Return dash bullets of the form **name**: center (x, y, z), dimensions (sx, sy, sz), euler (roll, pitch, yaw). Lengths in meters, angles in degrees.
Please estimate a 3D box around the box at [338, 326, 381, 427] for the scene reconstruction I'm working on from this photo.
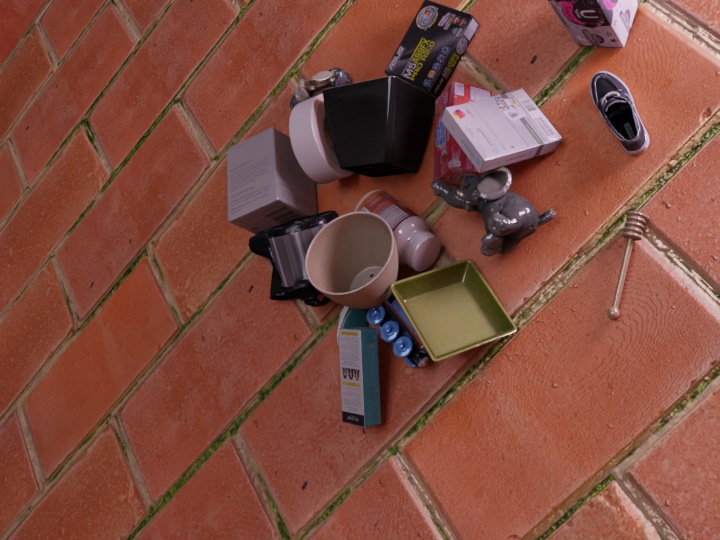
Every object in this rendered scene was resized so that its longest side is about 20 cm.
- **box**: center (-0.001, 0.224, 1.680), dimensions (0.082, 0.048, 0.204), euler (-1, 92, 53)

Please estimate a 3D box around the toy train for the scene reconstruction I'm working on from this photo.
- **toy train**: center (0.098, 0.115, 1.678), dimensions (0.114, 0.087, 0.200), euler (-44, 52, 4)

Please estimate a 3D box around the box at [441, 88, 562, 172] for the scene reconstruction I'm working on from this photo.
- **box**: center (0.289, -0.289, 1.613), dimensions (0.157, 0.197, 0.041), euler (59, 153, 28)

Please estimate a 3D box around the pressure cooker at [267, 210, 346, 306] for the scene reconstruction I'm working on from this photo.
- **pressure cooker**: center (-0.107, -0.020, 1.781), dimensions (0.178, 0.174, 0.204), euler (0, 108, 62)

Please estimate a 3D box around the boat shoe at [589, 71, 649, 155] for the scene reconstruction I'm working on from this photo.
- **boat shoe**: center (0.498, -0.319, 1.543), dimensions (0.071, 0.067, 0.203), euler (-28, 60, 25)

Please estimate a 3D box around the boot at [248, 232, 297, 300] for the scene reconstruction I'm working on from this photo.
- **boot**: center (-0.203, -0.009, 1.945), dimensions (0.195, 0.073, 0.166), euler (-7, 76, 35)

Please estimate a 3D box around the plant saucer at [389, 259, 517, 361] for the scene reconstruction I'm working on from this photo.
- **plant saucer**: center (0.182, 0.088, 1.592), dimensions (0.197, 0.048, 0.202), euler (-17, 55, -20)

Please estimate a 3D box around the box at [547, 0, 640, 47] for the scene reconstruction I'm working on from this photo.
- **box**: center (0.464, -0.547, 1.561), dimensions (0.113, 0.199, 0.134), euler (17, 84, 39)

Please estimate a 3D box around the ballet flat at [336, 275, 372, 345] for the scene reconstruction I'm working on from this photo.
- **ballet flat**: center (-0.010, 0.079, 1.784), dimensions (0.069, 0.069, 0.203), euler (16, 80, 38)

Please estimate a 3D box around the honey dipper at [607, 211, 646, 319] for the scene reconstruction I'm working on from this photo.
- **honey dipper**: center (0.490, -0.008, 1.464), dimensions (0.037, 0.038, 0.204), euler (11, 83, 37)

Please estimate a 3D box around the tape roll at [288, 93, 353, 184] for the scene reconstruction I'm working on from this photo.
- **tape roll**: center (-0.084, -0.313, 1.877), dimensions (0.070, 0.201, 0.206), euler (-14, 66, 31)

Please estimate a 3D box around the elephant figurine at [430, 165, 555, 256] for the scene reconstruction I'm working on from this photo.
- **elephant figurine**: center (0.264, -0.144, 1.607), dimensions (0.142, 0.153, 0.202), euler (-54, 50, 44)

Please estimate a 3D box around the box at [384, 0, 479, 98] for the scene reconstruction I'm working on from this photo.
- **box**: center (0.167, -0.524, 1.866), dimensions (0.159, 0.044, 0.202), euler (34, 95, 38)

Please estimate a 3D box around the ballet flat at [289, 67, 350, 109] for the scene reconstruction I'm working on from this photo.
- **ballet flat**: center (-0.119, -0.476, 2.041), dimensions (0.198, 0.072, 0.073), euler (-17, 65, 31)

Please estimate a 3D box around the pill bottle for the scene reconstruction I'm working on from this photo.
- **pill bottle**: center (0.081, -0.086, 1.737), dimensions (0.200, 0.112, 0.113), euler (40, 98, 37)

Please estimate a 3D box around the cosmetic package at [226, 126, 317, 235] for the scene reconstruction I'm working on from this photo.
- **cosmetic package**: center (-0.221, -0.211, 1.962), dimensions (0.163, 0.164, 0.204), euler (-20, 63, 29)

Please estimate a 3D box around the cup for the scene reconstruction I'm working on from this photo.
- **cup**: center (0.000, 0.000, 1.658), dimensions (0.197, 0.144, 0.203), euler (-13, 53, 17)

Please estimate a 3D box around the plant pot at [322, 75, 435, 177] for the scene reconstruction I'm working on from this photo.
- **plant pot**: center (0.043, -0.316, 1.804), dimensions (0.197, 0.199, 0.181), euler (-1, 86, 34)

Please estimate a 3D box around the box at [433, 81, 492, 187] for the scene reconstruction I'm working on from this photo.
- **box**: center (0.220, -0.287, 1.693), dimensions (0.095, 0.098, 0.204), euler (144, 132, -64)
